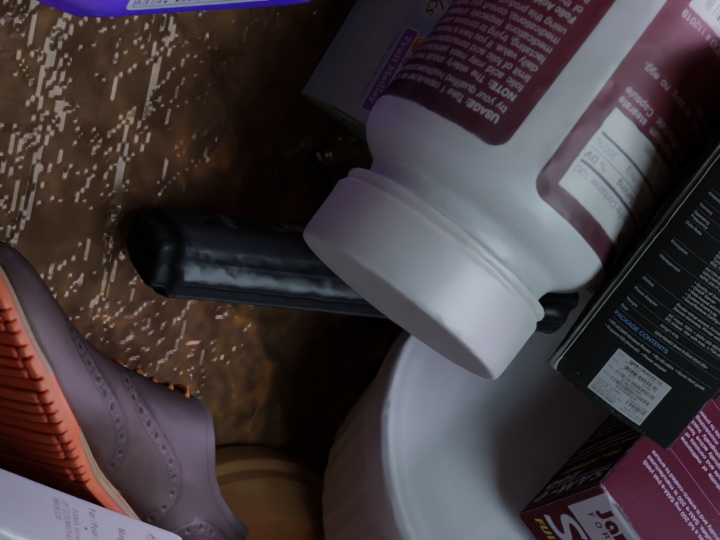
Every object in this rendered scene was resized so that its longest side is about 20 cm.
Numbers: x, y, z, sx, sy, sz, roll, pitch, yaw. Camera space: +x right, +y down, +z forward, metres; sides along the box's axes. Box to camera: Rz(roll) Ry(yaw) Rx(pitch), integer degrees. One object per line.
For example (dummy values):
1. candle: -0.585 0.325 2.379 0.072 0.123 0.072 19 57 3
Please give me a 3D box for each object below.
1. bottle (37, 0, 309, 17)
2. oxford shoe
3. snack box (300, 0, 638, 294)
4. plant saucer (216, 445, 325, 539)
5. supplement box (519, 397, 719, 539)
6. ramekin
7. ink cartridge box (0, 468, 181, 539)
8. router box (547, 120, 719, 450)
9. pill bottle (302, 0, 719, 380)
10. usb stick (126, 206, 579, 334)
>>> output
1. bottle: -0.091 -0.134 0.704 0.200 0.065 0.084 -11 117 -39
2. oxford shoe: -0.107 0.059 0.784 0.073 0.071 0.200 -45 128 -30
3. snack box: 0.091 -0.098 0.889 0.200 0.068 0.169 32 89 -45
4. plant saucer: -0.070 0.180 0.900 0.200 0.037 0.200 -20 123 -34
5. supplement box: 0.171 0.087 0.867 0.200 0.061 0.109 -40 96 -39
6. ramekin: 0.074 0.112 0.898 0.202 0.203 0.094 -16 164 -37
7. ink cartridge box: -0.120 0.190 0.776 0.173 0.044 0.200 24 111 -23
8. router box: 0.166 -0.034 0.796 0.150 0.062 0.200 -57 174 31
9. pill bottle: 0.075 -0.063 0.765 0.200 0.114 0.114 -52 135 -7
10. usb stick: 0.000 0.000 0.827 0.200 0.055 0.033 6 114 -26
